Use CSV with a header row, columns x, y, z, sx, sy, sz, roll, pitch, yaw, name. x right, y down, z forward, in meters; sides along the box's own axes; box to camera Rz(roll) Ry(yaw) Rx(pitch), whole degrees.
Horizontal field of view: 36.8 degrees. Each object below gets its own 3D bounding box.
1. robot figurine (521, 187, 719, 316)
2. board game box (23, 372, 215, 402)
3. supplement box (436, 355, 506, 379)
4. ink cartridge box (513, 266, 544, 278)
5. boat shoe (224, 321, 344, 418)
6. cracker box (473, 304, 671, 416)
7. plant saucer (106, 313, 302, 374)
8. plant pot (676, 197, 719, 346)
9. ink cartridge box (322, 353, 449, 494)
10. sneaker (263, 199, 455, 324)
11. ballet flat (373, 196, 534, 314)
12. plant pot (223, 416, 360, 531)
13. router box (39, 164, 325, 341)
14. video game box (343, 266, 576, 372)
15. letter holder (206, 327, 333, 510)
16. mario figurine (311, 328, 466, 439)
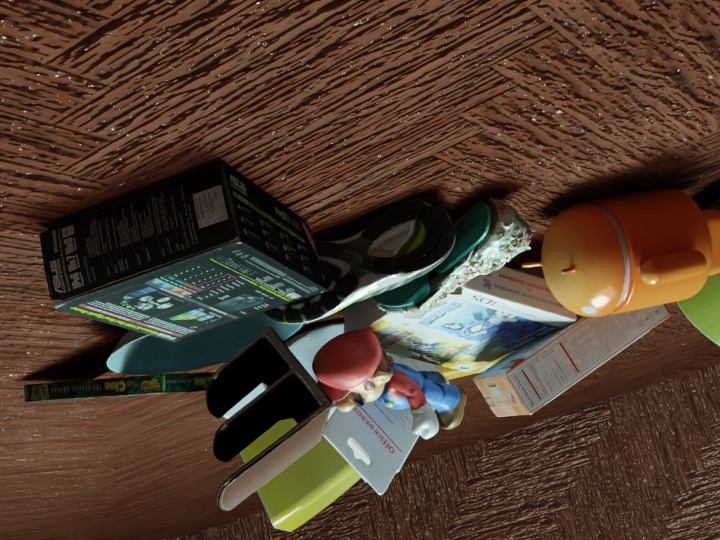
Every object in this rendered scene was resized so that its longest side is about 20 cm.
x,y,z,sx,sy,sz,roll,pitch,yaw,name
0.264,-0.018,1.076,0.198,0.145,0.117,-10,143,-20,robot figurine
-0.253,0.125,1.164,0.199,0.024,0.104,-7,176,31,board game box
0.116,0.116,1.499,0.198,0.067,0.069,-10,167,-17,supplement box
0.219,0.030,1.339,0.198,0.044,0.174,-14,163,-4,ink cartridge box
-0.086,0.113,1.307,0.199,0.072,0.068,-28,-161,-4,boat shoe
0.235,0.088,1.222,0.199,0.058,0.134,-32,178,-11,cracker box
-0.157,0.057,1.082,0.199,0.039,0.201,-15,164,-4,plant saucer
0.445,-0.037,1.116,0.186,0.188,0.201,-9,148,-22,plant pot
0.015,0.172,1.321,0.067,0.117,0.200,-29,-162,45,ink cartridge box
0.000,0.000,0.975,0.198,0.075,0.081,-18,168,17,sneaker
0.088,-0.003,1.029,0.064,0.076,0.200,17,151,-30,ballet flat
-0.073,0.230,1.513,0.175,0.201,0.200,-26,165,-5,plant pot
-0.129,-0.006,0.842,0.149,0.063,0.200,-19,164,12,router box
0.107,0.049,1.201,0.181,0.047,0.200,18,150,-26,video game box
-0.119,0.164,1.128,0.142,0.101,0.200,-38,169,-16,letter holder
0.021,0.138,1.221,0.199,0.107,0.123,24,150,-38,mario figurine
